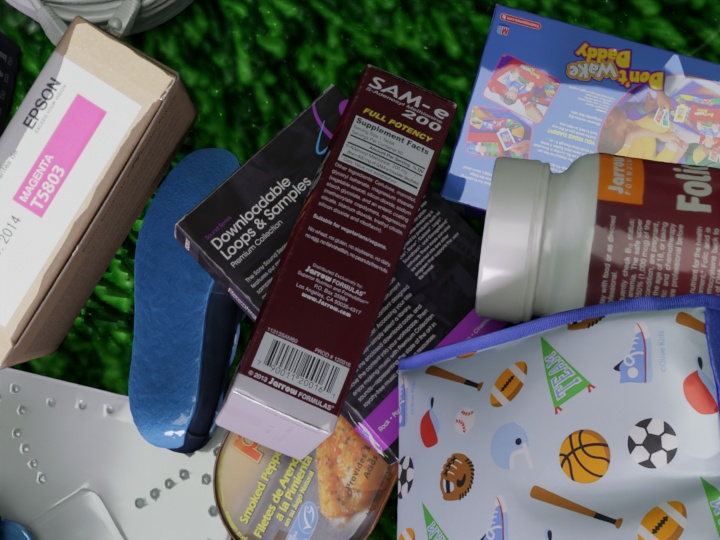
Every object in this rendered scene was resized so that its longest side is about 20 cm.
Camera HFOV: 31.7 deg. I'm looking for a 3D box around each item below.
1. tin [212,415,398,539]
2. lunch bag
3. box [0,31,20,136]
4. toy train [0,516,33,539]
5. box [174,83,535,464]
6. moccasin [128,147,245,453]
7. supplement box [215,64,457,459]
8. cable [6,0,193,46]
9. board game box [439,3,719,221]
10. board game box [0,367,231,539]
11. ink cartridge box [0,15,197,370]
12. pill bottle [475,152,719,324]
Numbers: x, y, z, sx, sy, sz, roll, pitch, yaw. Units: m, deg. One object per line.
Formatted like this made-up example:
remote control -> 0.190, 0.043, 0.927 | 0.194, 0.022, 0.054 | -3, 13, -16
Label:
tin -> -0.020, 0.094, 0.819 | 0.111, 0.042, 0.201 | 28, 78, -4
lunch bag -> 0.121, 0.115, 0.673 | 0.199, 0.123, 0.172 | -24, 60, 46
box -> -0.324, -0.083, 0.803 | 0.122, 0.200, 0.199 | 7, 84, 8
toy train -> -0.259, 0.243, 0.793 | 0.113, 0.087, 0.202 | -14, 82, 10
box -> 0.000, 0.000, 0.800 | 0.143, 0.036, 0.200 | -42, 88, -19
moccasin -> -0.113, 0.020, 0.834 | 0.080, 0.068, 0.202 | 6, 71, 17
supplement box -> -0.015, -0.002, 0.722 | 0.060, 0.109, 0.202 | 24, 71, -4
cable -> -0.180, -0.263, 0.876 | 0.200, 0.069, 0.200 | -45, 81, -2
board game box -> 0.165, -0.080, 0.831 | 0.198, 0.045, 0.136 | 17, 86, 8
board game box -> -0.185, 0.181, 0.846 | 0.198, 0.026, 0.202 | 12, 85, 7
ink cartridge box -> -0.187, -0.044, 0.799 | 0.075, 0.165, 0.201 | 32, 87, -1
pill bottle -> 0.171, -0.007, 0.743 | 0.198, 0.114, 0.116 | 8, 84, 7
